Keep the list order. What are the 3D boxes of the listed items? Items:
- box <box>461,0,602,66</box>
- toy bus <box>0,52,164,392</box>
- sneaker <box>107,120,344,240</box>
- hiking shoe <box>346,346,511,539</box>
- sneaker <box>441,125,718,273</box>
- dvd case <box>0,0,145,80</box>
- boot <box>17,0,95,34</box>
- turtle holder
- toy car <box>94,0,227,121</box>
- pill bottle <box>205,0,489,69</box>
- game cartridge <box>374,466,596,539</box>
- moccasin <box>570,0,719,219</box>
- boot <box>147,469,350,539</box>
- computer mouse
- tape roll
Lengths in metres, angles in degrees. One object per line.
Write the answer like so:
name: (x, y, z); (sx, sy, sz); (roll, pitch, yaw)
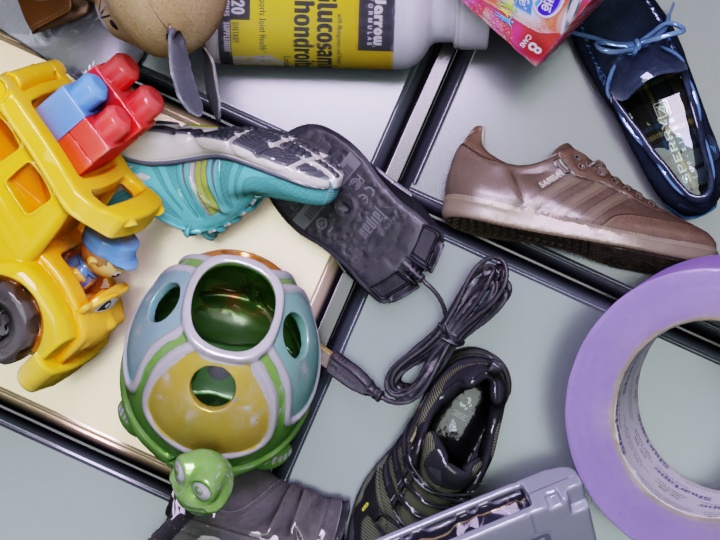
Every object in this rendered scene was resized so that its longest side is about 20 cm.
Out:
box: (0.152, -0.240, 1.584); (0.095, 0.100, 0.200); (42, 46, 2)
toy bus: (-0.202, -0.048, 1.593); (0.191, 0.136, 0.201); (-34, 90, 19)
sneaker: (-0.100, -0.060, 1.633); (0.198, 0.077, 0.080); (5, 101, 28)
hiking shoe: (0.043, 0.145, 1.629); (0.075, 0.101, 0.201); (23, 89, 2)
sneaker: (0.159, -0.051, 1.649); (0.198, 0.070, 0.076); (12, 78, -4)
dvd case: (-0.186, -0.244, 1.679); (0.148, 0.016, 0.201); (32, 88, 1)
boot: (-0.175, -0.266, 1.632); (0.199, 0.077, 0.156); (-22, 87, 2)
turtle holder: (-0.104, 0.069, 1.589); (0.141, 0.132, 0.186); (35, 61, 10)
toy car: (-0.150, -0.182, 1.522); (0.157, 0.164, 0.201); (-30, 89, 9)
pill bottle: (-0.010, -0.197, 1.630); (0.198, 0.112, 0.113); (2, 89, 1)
game cartridge: (0.070, 0.221, 1.621); (0.199, 0.041, 0.134); (-21, 128, -6)
moccasin: (0.208, -0.136, 1.649); (0.080, 0.068, 0.201); (-30, 87, 0)
boot: (-0.095, 0.223, 1.630); (0.131, 0.070, 0.201); (29, 78, 0)
computer mouse: (0.000, 0.000, 1.657); (0.200, 0.046, 0.141); (38, 99, 11)
tape roll: (0.243, 0.093, 1.586); (0.198, 0.085, 0.202); (2, 98, 17)
